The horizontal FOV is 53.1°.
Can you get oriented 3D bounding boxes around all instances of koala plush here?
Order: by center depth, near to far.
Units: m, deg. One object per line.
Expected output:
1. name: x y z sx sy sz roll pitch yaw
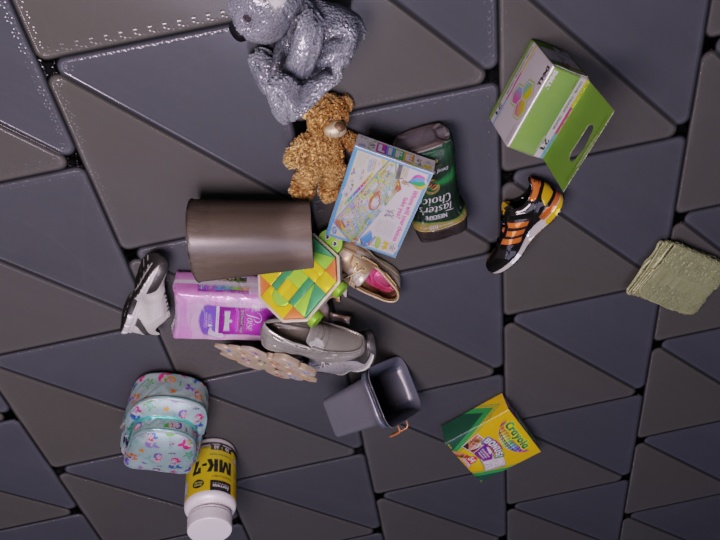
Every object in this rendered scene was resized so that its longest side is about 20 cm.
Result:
1. koala plush: -0.110 -0.351 0.997 0.183 0.178 0.200 -38 125 6

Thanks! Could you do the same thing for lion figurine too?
1. lion figurine: -0.084 0.072 1.375 0.120 0.073 0.202 9 133 11

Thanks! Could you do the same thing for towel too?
1. towel: 0.663 0.015 1.501 0.197 0.037 0.150 16 123 -21

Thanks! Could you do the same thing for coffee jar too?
1. coffee jar: 0.124 -0.145 1.245 0.103 0.086 0.202 -16 130 4

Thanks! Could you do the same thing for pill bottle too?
1. pill bottle: -0.329 0.483 1.585 0.112 0.201 0.116 -5 130 -6

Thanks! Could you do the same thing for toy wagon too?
1. toy wagon: -0.095 -0.005 1.284 0.155 0.040 0.201 42 93 10

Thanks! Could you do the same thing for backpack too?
1. backpack: -0.399 0.311 1.479 0.175 0.151 0.202 12 121 -17

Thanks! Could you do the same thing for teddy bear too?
1. teddy bear: -0.058 -0.190 1.188 0.143 0.067 0.201 17 124 -25

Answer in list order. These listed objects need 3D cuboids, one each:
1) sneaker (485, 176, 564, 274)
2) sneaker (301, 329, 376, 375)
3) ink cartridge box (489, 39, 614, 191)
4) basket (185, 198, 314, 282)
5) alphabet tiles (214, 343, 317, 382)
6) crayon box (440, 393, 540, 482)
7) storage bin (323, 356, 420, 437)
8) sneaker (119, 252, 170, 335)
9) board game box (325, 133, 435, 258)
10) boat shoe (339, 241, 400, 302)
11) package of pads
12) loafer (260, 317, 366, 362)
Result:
1. sneaker: 0.283 -0.087 1.340 0.089 0.070 0.201 32 117 -13
2. sneaker: -0.053 0.170 1.415 0.114 0.076 0.200 0 158 -27
3. ink cartridge box: 0.291 -0.244 1.122 0.075 0.201 0.149 14 125 -20
4. basket: -0.178 -0.055 1.208 0.196 0.139 0.180 -3 170 -4
5. alphabet tiles: -0.182 0.178 1.407 0.198 0.015 0.195 -1 154 41
6. crayon box: 0.314 0.406 1.732 0.171 0.059 0.200 -30 127 14
7. storage bin: 0.024 0.279 1.495 0.133 0.148 0.199 -26 172 24
8. sneaker: -0.378 0.045 1.320 0.079 0.074 0.201 14 133 -24
9. board game box: 0.029 -0.119 1.203 0.132 0.035 0.201 19 135 -4
10. boat shoe: 0.000 0.000 1.347 0.198 0.070 0.074 26 120 -27
11. package of pads: -0.253 0.070 1.353 0.196 0.076 0.122 3 130 -13
12. loafer: -0.086 0.124 1.320 0.196 0.071 0.070 4 147 -5
